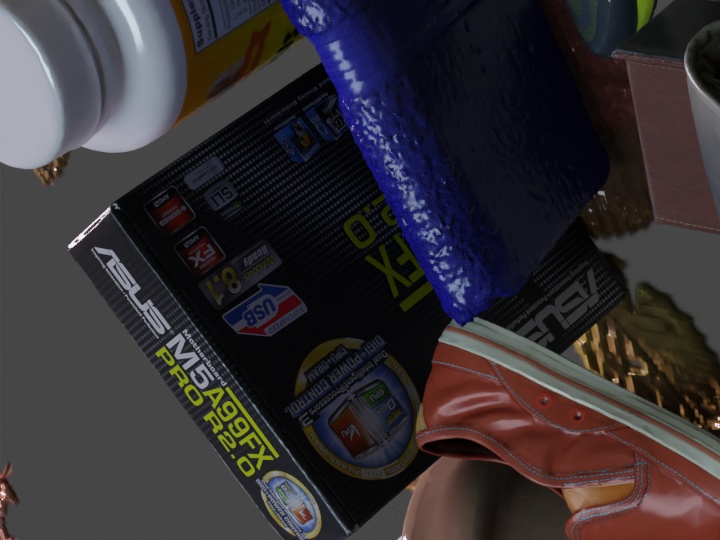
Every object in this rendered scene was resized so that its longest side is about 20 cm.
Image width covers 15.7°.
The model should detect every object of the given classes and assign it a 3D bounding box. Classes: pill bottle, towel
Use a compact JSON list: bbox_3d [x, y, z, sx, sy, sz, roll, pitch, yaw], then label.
[{"bbox_3d":[-0.082,-0.121,1.073,0.109,0.200,0.110,26,134,30],"label":"pill bottle"},{"bbox_3d":[0.021,-0.093,1.034,0.049,0.148,0.201,-20,106,34],"label":"towel"}]

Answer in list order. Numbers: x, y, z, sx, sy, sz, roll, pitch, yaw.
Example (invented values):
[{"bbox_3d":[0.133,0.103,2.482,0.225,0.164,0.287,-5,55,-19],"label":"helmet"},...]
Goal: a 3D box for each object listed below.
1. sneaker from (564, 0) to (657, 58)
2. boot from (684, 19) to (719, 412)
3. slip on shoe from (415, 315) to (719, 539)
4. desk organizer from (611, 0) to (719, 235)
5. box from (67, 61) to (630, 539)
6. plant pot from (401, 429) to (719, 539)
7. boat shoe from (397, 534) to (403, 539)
[{"bbox_3d":[0.043,-0.162,0.990,0.201,0.081,0.074,57,171,-15],"label":"sneaker"},{"bbox_3d":[0.194,0.014,0.907,0.181,0.073,0.201,23,143,22],"label":"boot"},{"bbox_3d":[0.106,0.082,0.992,0.199,0.061,0.074,26,175,27],"label":"slip on shoe"},{"bbox_3d":[0.198,-0.051,0.951,0.199,0.072,0.077,13,130,39],"label":"desk organizer"},{"bbox_3d":[0.000,0.000,1.083,0.161,0.200,0.044,53,141,0],"label":"box"},{"bbox_3d":[0.141,0.144,1.084,0.174,0.200,0.201,-19,105,32],"label":"plant pot"},{"bbox_3d":[-0.001,0.205,1.325,0.071,0.091,0.200,46,141,7],"label":"boat shoe"}]
